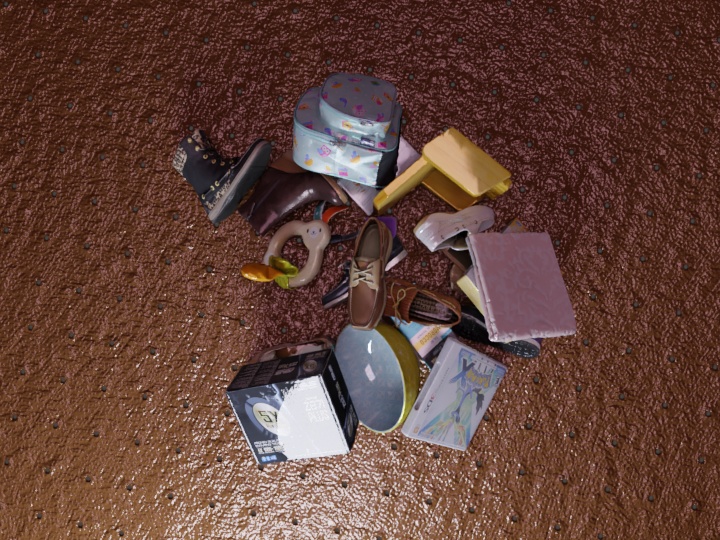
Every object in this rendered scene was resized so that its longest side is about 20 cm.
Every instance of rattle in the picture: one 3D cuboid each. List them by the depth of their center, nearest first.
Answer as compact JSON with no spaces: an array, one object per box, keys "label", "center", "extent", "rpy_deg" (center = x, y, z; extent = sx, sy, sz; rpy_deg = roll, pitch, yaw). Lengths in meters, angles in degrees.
[{"label":"rattle","center":[-0.123,-0.068,0.998],"extent":[0.200,0.142,0.132],"rpy_deg":[-44,49,14]}]

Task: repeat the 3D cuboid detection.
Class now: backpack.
[{"label":"backpack","center":[-0.026,-0.252,0.945],"extent":[0.192,0.156,0.179],"rpy_deg":[6,47,5]}]

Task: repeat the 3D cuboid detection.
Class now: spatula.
[{"label":"spatula","center":[-0.025,-0.068,1.044],"extent":[0.193,0.021,0.058],"rpy_deg":[-10,58,17]}]

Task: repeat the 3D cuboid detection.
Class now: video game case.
[{"label":"video game case","center":[0.178,0.233,0.982],"extent":[0.198,0.022,0.186],"rpy_deg":[27,91,-43]}]

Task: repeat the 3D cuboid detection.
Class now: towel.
[{"label":"towel","center":[0.285,0.025,0.951],"extent":[0.194,0.032,0.198],"rpy_deg":[-1,69,-27]}]

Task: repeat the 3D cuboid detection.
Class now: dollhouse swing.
[{"label":"dollhouse swing","center":[0.140,-0.132,0.970],"extent":[0.180,0.200,0.178],"rpy_deg":[37,89,2]}]

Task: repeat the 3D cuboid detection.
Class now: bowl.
[{"label":"bowl","center":[0.049,0.183,0.999],"extent":[0.106,0.198,0.207],"rpy_deg":[-14,87,-40]}]

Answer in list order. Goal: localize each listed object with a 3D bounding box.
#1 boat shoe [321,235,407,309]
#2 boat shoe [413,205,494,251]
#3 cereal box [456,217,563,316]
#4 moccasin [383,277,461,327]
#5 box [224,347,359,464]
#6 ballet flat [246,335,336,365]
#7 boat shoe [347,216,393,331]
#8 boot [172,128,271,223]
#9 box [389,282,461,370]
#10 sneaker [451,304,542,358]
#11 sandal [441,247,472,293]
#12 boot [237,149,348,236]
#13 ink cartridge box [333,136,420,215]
[{"label":"boat shoe","center":[0.000,0.000,1.034],"extent":[0.197,0.075,0.063],"rpy_deg":[-36,90,-1]},{"label":"boat shoe","center":[0.186,-0.069,0.994],"extent":[0.195,0.071,0.071],"rpy_deg":[-14,63,-34]},{"label":"cereal box","center":[0.282,0.013,0.996],"extent":[0.145,0.039,0.200],"rpy_deg":[48,57,0]},{"label":"moccasin","center":[0.087,0.064,0.976],"extent":[0.195,0.078,0.076],"rpy_deg":[19,100,4]},{"label":"box","center":[-0.120,0.249,0.974],"extent":[0.193,0.087,0.169],"rpy_deg":[-12,110,17]},{"label":"ballet flat","center":[-0.140,0.171,1.036],"extent":[0.194,0.067,0.070],"rpy_deg":[-22,85,1]},{"label":"boat shoe","center":[0.009,0.000,0.944],"extent":[0.073,0.074,0.207],"rpy_deg":[0,67,19]},{"label":"boot","center":[-0.270,-0.210,1.027],"extent":[0.151,0.073,0.200],"rpy_deg":[47,120,6]},{"label":"box","center":[0.135,0.128,1.040],"extent":[0.082,0.049,0.202],"rpy_deg":[-39,88,0]},{"label":"sneaker","center":[0.257,0.094,1.039],"extent":[0.194,0.077,0.089],"rpy_deg":[21,60,9]},{"label":"sandal","center":[0.193,0.006,1.044],"extent":[0.213,0.077,0.070],"rpy_deg":[50,123,10]},{"label":"boot","center":[-0.130,-0.127,1.013],"extent":[0.198,0.072,0.168],"rpy_deg":[36,84,34]},{"label":"ink cartridge box","center":[-0.002,-0.238,1.062],"extent":[0.200,0.050,0.163],"rpy_deg":[44,89,-7]}]
